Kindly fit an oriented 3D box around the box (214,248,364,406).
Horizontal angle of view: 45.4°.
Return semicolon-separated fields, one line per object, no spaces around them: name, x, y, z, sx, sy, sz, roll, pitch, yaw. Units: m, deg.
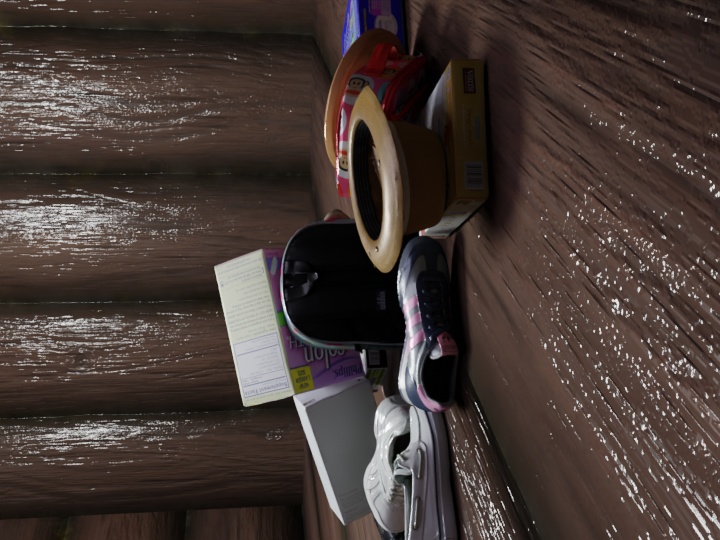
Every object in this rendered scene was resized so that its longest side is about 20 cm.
box;-0.098;0.074;1.233;0.175;0.096;0.203;-4;-101;-57

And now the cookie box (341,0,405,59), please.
cookie box;0.017;-0.353;1.368;0.200;0.074;0.174;115;153;-72

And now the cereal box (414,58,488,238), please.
cereal box;0.095;-0.124;0.941;0.200;0.039;0.146;127;142;-77

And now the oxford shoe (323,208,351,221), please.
oxford shoe;0.000;0.000;1.269;0.075;0.069;0.202;-79;-29;-67

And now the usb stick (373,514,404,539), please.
usb stick;0.048;0.415;1.371;0.200;0.032;0.056;-163;66;-82

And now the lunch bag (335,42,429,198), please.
lunch bag;0.029;-0.192;1.063;0.200;0.081;0.178;-55;-27;-59

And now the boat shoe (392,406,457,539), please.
boat shoe;0.072;0.242;1.046;0.074;0.066;0.202;98;168;-48

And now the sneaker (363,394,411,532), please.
sneaker;0.051;0.281;1.188;0.099;0.077;0.203;-126;35;-71

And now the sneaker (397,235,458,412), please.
sneaker;0.087;0.062;0.982;0.082;0.069;0.203;-169;75;-65

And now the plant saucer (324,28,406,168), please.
plant saucer;0.019;-0.227;1.183;0.200;0.037;0.202;-45;-33;-41

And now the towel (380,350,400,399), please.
towel;0.041;0.076;1.395;0.201;0.032;0.193;-105;17;-60

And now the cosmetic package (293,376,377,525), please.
cosmetic package;-0.018;0.270;1.324;0.081;0.112;0.203;-166;59;-71

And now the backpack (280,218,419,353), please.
backpack;-0.009;0.021;1.137;0.151;0.197;0.180;127;141;-77

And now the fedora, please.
fedora;0.041;-0.097;0.900;0.200;0.081;0.204;174;90;-78

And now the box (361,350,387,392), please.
box;0.010;0.082;1.385;0.110;0.034;0.203;107;160;-62
